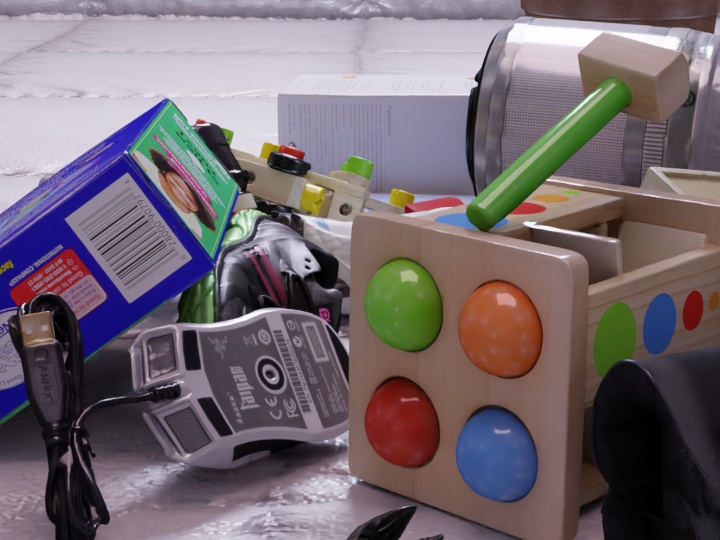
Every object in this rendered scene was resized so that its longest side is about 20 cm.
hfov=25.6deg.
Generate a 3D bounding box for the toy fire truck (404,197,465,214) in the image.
[{"bbox_3d":[0.144,-0.018,1.085,0.198,0.049,0.141,-6,15,-22],"label":"toy fire truck"}]

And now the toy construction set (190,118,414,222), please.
[{"bbox_3d":[-0.067,-0.051,1.101,0.198,0.093,0.131,2,-4,13],"label":"toy construction set"}]

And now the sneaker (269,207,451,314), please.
[{"bbox_3d":[0.000,0.000,1.010,0.198,0.072,0.073,-2,-22,20],"label":"sneaker"}]

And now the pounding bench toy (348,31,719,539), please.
[{"bbox_3d":[0.080,-0.001,0.716,0.124,0.202,0.155,13,19,41],"label":"pounding bench toy"}]

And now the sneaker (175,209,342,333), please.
[{"bbox_3d":[-0.053,0.022,0.873,0.083,0.077,0.200,17,27,3],"label":"sneaker"}]

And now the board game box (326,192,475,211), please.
[{"bbox_3d":[-0.001,-0.042,1.240,0.198,0.020,0.103,2,13,7],"label":"board game box"}]

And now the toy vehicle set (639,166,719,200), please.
[{"bbox_3d":[0.252,0.007,0.861,0.123,0.027,0.200,2,32,-30],"label":"toy vehicle set"}]

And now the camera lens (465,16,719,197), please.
[{"bbox_3d":[0.187,-0.103,1.181,0.198,0.161,0.160,7,16,19],"label":"camera lens"}]

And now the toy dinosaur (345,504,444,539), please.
[{"bbox_3d":[-0.025,0.129,0.493,0.199,0.103,0.136,-26,8,-20],"label":"toy dinosaur"}]

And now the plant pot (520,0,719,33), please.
[{"bbox_3d":[0.234,-0.189,1.445,0.198,0.200,0.200,1,14,0],"label":"plant pot"}]

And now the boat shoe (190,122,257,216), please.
[{"bbox_3d":[-0.137,-0.039,1.019,0.073,0.064,0.201,-19,-4,-38],"label":"boat shoe"}]

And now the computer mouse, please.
[{"bbox_3d":[-0.077,0.062,0.736,0.044,0.110,0.199,-34,-21,36],"label":"computer mouse"}]

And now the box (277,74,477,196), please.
[{"bbox_3d":[0.036,-0.112,1.350,0.198,0.098,0.124,1,14,6],"label":"box"}]

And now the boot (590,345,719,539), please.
[{"bbox_3d":[0.168,0.034,0.675,0.199,0.166,0.065,-12,-7,-38],"label":"boot"}]

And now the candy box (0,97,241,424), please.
[{"bbox_3d":[-0.155,-0.005,0.836,0.169,0.077,0.200,-35,13,8],"label":"candy box"}]

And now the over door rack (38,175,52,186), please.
[{"bbox_3d":[-0.267,-0.060,0.980,0.147,0.201,0.067,8,53,32],"label":"over door rack"}]
